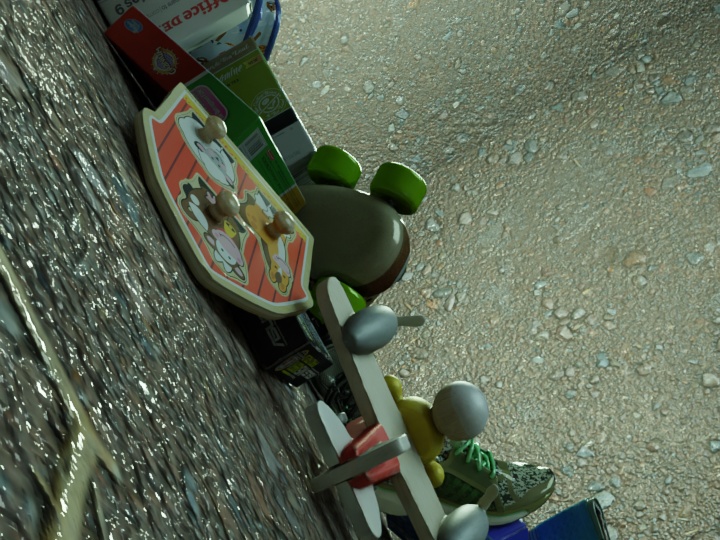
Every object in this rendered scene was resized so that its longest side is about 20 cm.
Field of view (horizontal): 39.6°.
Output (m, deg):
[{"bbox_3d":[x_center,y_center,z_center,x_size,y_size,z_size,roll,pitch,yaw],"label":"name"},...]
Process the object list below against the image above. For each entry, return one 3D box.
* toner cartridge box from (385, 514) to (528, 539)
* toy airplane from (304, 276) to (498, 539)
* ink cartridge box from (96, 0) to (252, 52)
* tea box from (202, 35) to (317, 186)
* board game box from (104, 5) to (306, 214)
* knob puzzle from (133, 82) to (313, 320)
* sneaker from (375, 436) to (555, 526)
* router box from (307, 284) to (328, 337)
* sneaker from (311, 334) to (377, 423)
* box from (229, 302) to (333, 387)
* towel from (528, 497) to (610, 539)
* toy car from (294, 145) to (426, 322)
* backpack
[{"bbox_3d":[0.093,0.260,1.017,0.199,0.043,0.097,26,-53,55],"label":"toner cartridge box"},{"bbox_3d":[0.031,0.124,0.752,0.200,0.139,0.202,-113,179,-52],"label":"toy airplane"},{"bbox_3d":[-0.221,-0.332,1.055,0.202,0.144,0.084,61,-2,-8],"label":"ink cartridge box"},{"bbox_3d":[-0.115,-0.120,1.172,0.198,0.132,0.201,59,-1,31],"label":"tea box"},{"bbox_3d":[-0.147,-0.145,0.962,0.200,0.040,0.153,43,-10,28],"label":"board game box"},{"bbox_3d":[-0.093,-0.047,0.753,0.220,0.030,0.221,49,20,-24],"label":"knob puzzle"},{"bbox_3d":[0.093,0.182,0.942,0.077,0.196,0.090,-108,-157,-67],"label":"sneaker"},{"bbox_3d":[-0.041,0.096,1.336,0.151,0.061,0.201,63,-2,-34],"label":"router box"},{"bbox_3d":[0.004,0.156,1.120,0.202,0.077,0.085,62,-1,-22],"label":"sneaker"},{"bbox_3d":[-0.096,-0.003,0.868,0.202,0.044,0.160,61,0,12],"label":"box"},{"bbox_3d":[0.172,0.327,0.969,0.021,0.200,0.148,25,38,-35],"label":"towel"},{"bbox_3d":[0.000,0.000,1.052,0.156,0.166,0.200,18,-20,31],"label":"toy car"},{"bbox_3d":[-0.181,-0.313,1.240,0.201,0.152,0.193,59,-43,43],"label":"backpack"}]
